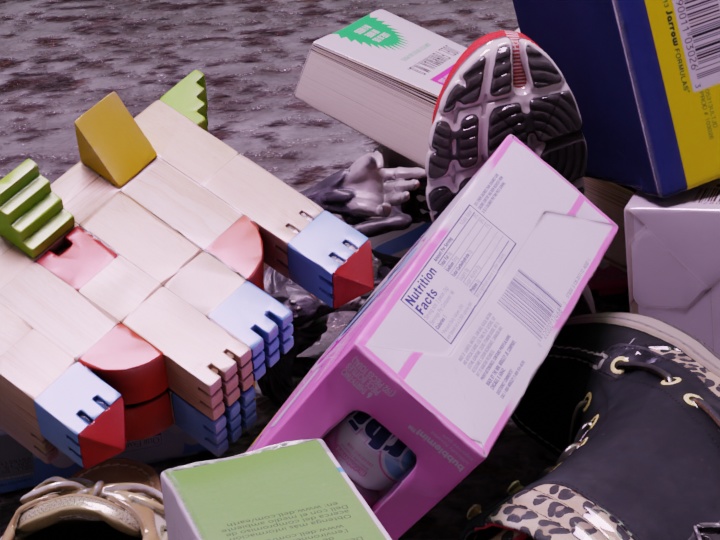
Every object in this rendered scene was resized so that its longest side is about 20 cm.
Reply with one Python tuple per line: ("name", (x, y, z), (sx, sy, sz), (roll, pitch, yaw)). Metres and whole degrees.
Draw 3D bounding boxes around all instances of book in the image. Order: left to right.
("book", (0.077, -0.079, 1.039), (0.199, 0.048, 0.134), (25, 23, 9))

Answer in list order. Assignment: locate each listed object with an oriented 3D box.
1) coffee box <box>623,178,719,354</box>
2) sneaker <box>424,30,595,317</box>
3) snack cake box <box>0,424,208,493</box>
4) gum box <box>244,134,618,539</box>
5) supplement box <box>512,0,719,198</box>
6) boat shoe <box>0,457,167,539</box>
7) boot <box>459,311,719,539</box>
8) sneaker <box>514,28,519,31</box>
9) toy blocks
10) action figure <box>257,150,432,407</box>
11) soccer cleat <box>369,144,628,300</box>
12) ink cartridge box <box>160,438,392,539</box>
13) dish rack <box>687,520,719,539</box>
("coffee box", (0.190, -0.007, 0.939), (0.079, 0.115, 0.200), (2, 19, 20))
("sneaker", (0.065, -0.038, 0.918), (0.077, 0.200, 0.085), (-12, 43, -3))
("snack cake box", (-0.154, 0.035, 0.953), (0.115, 0.067, 0.200), (-11, 21, -16))
("gum box", (0.024, 0.040, 0.785), (0.066, 0.114, 0.200), (40, 36, -1))
("supplement box", (0.189, -0.121, 0.900), (0.199, 0.110, 0.109), (-20, 15, -16))
("boat shoe", (-0.111, 0.114, 0.727), (0.073, 0.063, 0.201), (1, 20, 11))
("boot", (0.089, 0.082, 0.773), (0.153, 0.074, 0.203), (-21, 24, -32))
("sneaker", (0.132, -0.126, 1.340), (0.200, 0.077, 0.085), (-29, 37, -31))
("toy blocks", (-0.087, 0.018, 0.811), (0.137, 0.100, 0.200), (34, 59, 23))
("action figure", (0.000, 0.000, 0.952), (0.102, 0.119, 0.200), (-10, 8, 26))
("soccer cleat", (0.093, -0.035, 1.074), (0.199, 0.087, 0.070), (4, 21, 20))
("ink cartridge box", (-0.008, 0.140, 0.577), (0.059, 0.104, 0.200), (-10, 20, -15))
("dish rack", (0.204, 0.129, 0.625), (0.199, 0.055, 0.153), (1, 19, -1))
